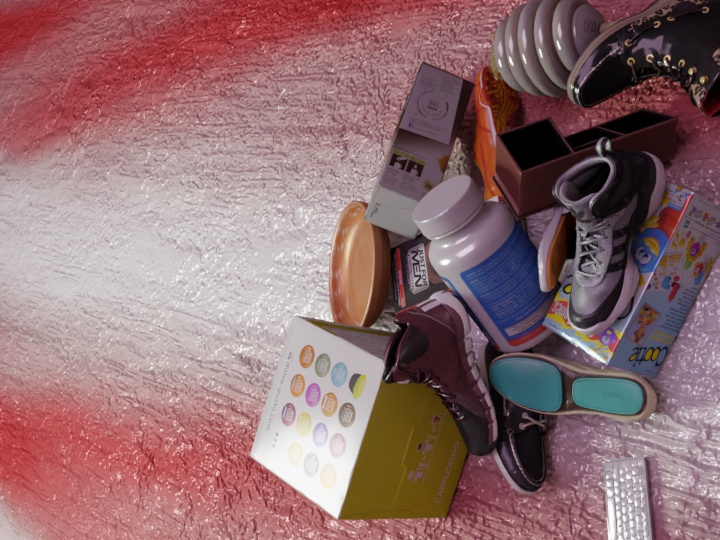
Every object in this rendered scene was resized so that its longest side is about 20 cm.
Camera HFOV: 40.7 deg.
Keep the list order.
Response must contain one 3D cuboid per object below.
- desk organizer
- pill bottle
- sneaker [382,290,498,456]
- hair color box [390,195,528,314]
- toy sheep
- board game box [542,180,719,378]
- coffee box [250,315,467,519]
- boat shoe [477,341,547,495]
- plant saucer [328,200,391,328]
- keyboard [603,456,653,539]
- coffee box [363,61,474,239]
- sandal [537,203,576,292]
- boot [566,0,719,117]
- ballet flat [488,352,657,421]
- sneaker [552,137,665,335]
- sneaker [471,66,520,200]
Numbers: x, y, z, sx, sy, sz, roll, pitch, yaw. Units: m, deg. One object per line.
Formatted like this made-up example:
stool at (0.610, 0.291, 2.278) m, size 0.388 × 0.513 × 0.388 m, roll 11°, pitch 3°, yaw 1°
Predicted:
desk organizer at (0.255, -0.138, 1.107) m, size 0.199 × 0.077 × 0.072 m, roll -20°, pitch 54°, yaw -7°
pill bottle at (0.150, -0.010, 1.136) m, size 0.112 × 0.200 × 0.112 m, roll -32°, pitch 23°, yaw 15°
sneaker at (0.082, 0.133, 1.126) m, size 0.076 × 0.115 × 0.202 m, roll -12°, pitch 96°, yaw 63°
hair color box at (0.131, -0.012, 1.299) m, size 0.199 × 0.061 × 0.102 m, roll -27°, pitch 59°, yaw 38°
toy sheep at (0.243, -0.279, 1.205) m, size 0.199 × 0.137 × 0.139 m, roll -13°, pitch 69°, yaw 44°
board game box at (0.307, 0.001, 1.074) m, size 0.103 × 0.104 × 0.201 m, roll 34°, pitch 103°, yaw 47°
coffee box at (0.013, 0.191, 1.261) m, size 0.197 × 0.199 × 0.201 m, roll 22°, pitch 97°, yaw 48°
boat shoe at (0.194, 0.168, 1.174) m, size 0.060 × 0.074 × 0.201 m, roll -37°, pitch 45°, yaw 39°
plant saucer at (0.000, 0.000, 1.409) m, size 0.200 × 0.037 × 0.202 m, roll -176°, pitch 90°, yaw -71°
keyboard at (0.297, 0.308, 1.064) m, size 0.056 × 0.011 × 0.202 m, roll -17°, pitch 66°, yaw 43°
coffee box at (0.078, -0.161, 1.309) m, size 0.114 × 0.079 × 0.201 m, roll 118°, pitch 172°, yaw -68°
sandal at (0.253, -0.043, 1.129) m, size 0.059 × 0.080 × 0.207 m, roll 5°, pitch 39°, yaw 22°
boot at (0.346, -0.226, 1.088) m, size 0.199 × 0.073 × 0.151 m, roll -33°, pitch 47°, yaw 4°
ballet flat at (0.246, 0.134, 1.116) m, size 0.199 × 0.069 × 0.070 m, roll 10°, pitch 86°, yaw 35°
sneaker at (0.238, -0.037, 0.997) m, size 0.075 × 0.113 × 0.202 m, roll 22°, pitch 94°, yaw 49°
sneaker at (0.174, -0.183, 1.299) m, size 0.077 × 0.073 × 0.202 m, roll -33°, pitch 53°, yaw 49°
